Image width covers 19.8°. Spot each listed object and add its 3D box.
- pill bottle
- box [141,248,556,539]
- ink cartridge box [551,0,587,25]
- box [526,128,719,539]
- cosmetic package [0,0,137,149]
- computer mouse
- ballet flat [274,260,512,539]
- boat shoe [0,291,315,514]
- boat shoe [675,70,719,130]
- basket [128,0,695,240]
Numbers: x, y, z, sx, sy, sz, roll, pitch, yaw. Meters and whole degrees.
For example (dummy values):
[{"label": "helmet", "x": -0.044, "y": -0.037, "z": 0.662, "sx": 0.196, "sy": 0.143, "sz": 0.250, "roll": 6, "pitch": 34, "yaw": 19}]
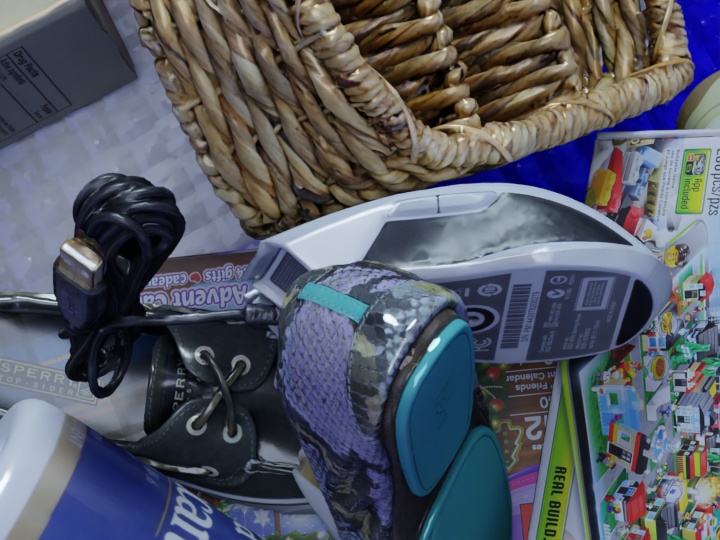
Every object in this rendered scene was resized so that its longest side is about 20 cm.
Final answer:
[{"label": "pill bottle", "x": -0.059, "y": 0.140, "z": 0.698, "sx": 0.200, "sy": 0.111, "sz": 0.111, "roll": 34, "pitch": 84, "yaw": -12}, {"label": "box", "x": -0.009, "y": 0.059, "z": 0.777, "sx": 0.199, "sy": 0.039, "sz": 0.138, "roll": -6, "pitch": 81, "yaw": 4}, {"label": "ink cartridge box", "x": 0.012, "y": -0.162, "z": 0.781, "sx": 0.200, "sy": 0.050, "sz": 0.163, "roll": 36, "pitch": 106, "yaw": 6}, {"label": "box", "x": 0.114, "y": 0.053, "z": 0.679, "sx": 0.110, "sy": 0.035, "sz": 0.201, "roll": 1, "pitch": 76, "yaw": 43}, {"label": "cosmetic package", "x": -0.194, "y": -0.071, "z": 0.783, "sx": 0.199, "sy": 0.105, "sz": 0.071, "roll": -27, "pitch": 78, "yaw": -2}, {"label": "computer mouse", "x": 0.000, "y": 0.000, "z": 0.669, "sx": 0.199, "sy": 0.110, "sz": 0.044, "roll": -1, "pitch": 59, "yaw": -5}, {"label": "ballet flat", "x": 0.009, "y": 0.057, "z": 0.670, "sx": 0.072, "sy": 0.201, "sz": 0.072, "roll": -4, "pitch": 57, "yaw": 6}, {"label": "boat shoe", "x": -0.065, "y": 0.046, "z": 0.735, "sx": 0.199, "sy": 0.057, "sz": 0.069, "roll": 7, "pitch": 81, "yaw": 7}, {"label": "boat shoe", "x": 0.218, "y": -0.047, "z": 0.748, "sx": 0.199, "sy": 0.074, "sz": 0.063, "roll": -12, "pitch": 43, "yaw": 2}, {"label": "basket", "x": 0.005, "y": -0.127, "z": 0.692, "sx": 0.148, "sy": 0.143, "sz": 0.201, "roll": -18, "pitch": 91, "yaw": 21}]
